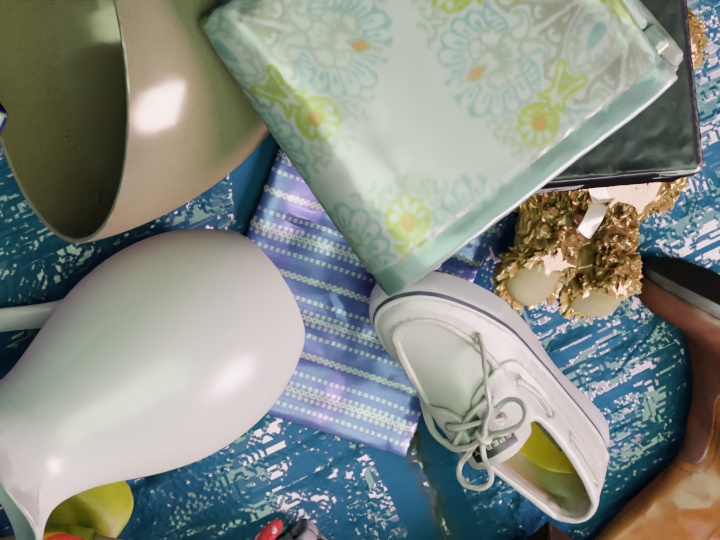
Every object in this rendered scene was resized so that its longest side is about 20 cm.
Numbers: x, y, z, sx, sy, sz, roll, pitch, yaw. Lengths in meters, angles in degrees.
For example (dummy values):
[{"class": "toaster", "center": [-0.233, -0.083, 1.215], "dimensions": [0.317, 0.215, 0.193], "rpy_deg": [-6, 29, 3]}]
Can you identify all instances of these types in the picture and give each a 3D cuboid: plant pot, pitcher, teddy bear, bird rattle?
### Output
[{"class": "plant pot", "center": [-0.104, -0.124, 1.532], "dimensions": [0.134, 0.200, 0.202], "rpy_deg": [-10, 110, -27]}, {"class": "pitcher", "center": [-0.147, 0.048, 1.605], "dimensions": [0.200, 0.171, 0.122], "rpy_deg": [-33, 144, -23]}, {"class": "teddy bear", "center": [0.134, -0.065, 1.680], "dimensions": [0.144, 0.067, 0.201], "rpy_deg": [-7, 110, -25]}, {"class": "bird rattle", "center": [-0.145, 0.179, 1.605], "dimensions": [0.163, 0.199, 0.113], "rpy_deg": [-13, 121, -46]}]

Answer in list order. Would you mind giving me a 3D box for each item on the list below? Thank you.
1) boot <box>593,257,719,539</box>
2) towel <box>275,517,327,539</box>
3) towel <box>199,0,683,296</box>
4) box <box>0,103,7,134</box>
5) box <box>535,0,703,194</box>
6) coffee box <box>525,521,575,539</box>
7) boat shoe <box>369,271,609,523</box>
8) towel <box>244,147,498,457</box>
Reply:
[{"class": "boot", "center": [0.191, 0.109, 1.772], "dimensions": [0.188, 0.069, 0.200], "rpy_deg": [33, 106, -27]}, {"class": "towel", "center": [-0.050, 0.272, 1.723], "dimensions": [0.200, 0.086, 0.166], "rpy_deg": [-42, 113, 0]}, {"class": "towel", "center": [0.044, -0.112, 1.465], "dimensions": [0.200, 0.048, 0.172], "rpy_deg": [-37, 97, -11]}, {"class": "box", "center": [-0.314, -0.046, 1.532], "dimensions": [0.199, 0.105, 0.185], "rpy_deg": [21, 100, -21]}, {"class": "box", "center": [0.072, -0.139, 1.563], "dimensions": [0.195, 0.117, 0.201], "rpy_deg": [-5, 90, -1]}, {"class": "coffee box", "center": [0.162, 0.257, 1.751], "dimensions": [0.200, 0.113, 0.080], "rpy_deg": [34, 122, -20]}, {"class": "boat shoe", "center": [0.074, 0.085, 1.673], "dimensions": [0.074, 0.086, 0.202], "rpy_deg": [-23, 131, 27]}, {"class": "towel", "center": [0.000, 0.000, 1.686], "dimensions": [0.144, 0.024, 0.201], "rpy_deg": [18, 101, -20]}]
